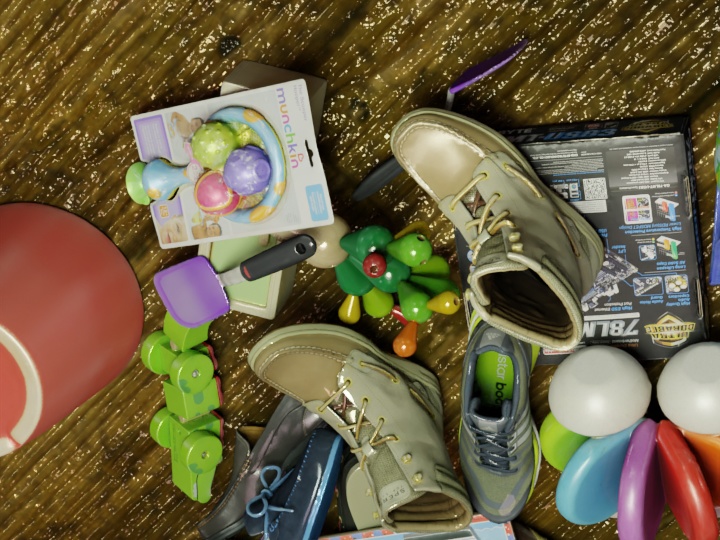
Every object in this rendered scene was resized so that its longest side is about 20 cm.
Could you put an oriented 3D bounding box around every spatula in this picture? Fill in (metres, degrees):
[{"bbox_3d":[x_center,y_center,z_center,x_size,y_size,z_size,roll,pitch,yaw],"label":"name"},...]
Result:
[{"bbox_3d":[0.059,-0.119,1.555,0.021,0.057,0.200,43,119,-2],"label":"spatula"},{"bbox_3d":[-0.100,0.004,1.568,0.200,0.021,0.057,-20,99,49],"label":"spatula"}]

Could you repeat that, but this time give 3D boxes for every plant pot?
[{"bbox_3d":[-0.308,0.060,1.653,0.200,0.177,0.201,5,113,12],"label":"plant pot"}]

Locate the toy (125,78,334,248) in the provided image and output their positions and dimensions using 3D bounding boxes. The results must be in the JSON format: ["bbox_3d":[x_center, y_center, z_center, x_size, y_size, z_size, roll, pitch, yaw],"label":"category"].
[{"bbox_3d":[-0.117,-0.079,1.535,0.200,0.047,0.115,-7,98,44],"label":"toy"}]

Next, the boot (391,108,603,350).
[{"bbox_3d":[0.098,-0.033,1.461,0.200,0.155,0.072,39,116,-6],"label":"boot"}]

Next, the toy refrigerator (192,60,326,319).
[{"bbox_3d":[-0.086,-0.066,1.603,0.076,0.070,0.200,15,115,8],"label":"toy refrigerator"}]

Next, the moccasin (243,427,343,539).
[{"bbox_3d":[-0.072,0.222,1.642,0.068,0.080,0.200,23,107,8],"label":"moccasin"}]

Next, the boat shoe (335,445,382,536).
[{"bbox_3d":[0.021,0.246,1.719,0.074,0.063,0.202,-11,111,-5],"label":"boat shoe"}]

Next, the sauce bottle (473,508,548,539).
[{"bbox_3d":[0.149,0.263,1.690,0.200,0.065,0.065,34,116,-2],"label":"sauce bottle"}]

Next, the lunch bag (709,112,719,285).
[{"bbox_3d":[0.357,-0.065,1.471,0.170,0.128,0.200,4,127,10],"label":"lunch bag"}]

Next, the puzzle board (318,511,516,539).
[{"bbox_3d":[0.051,0.291,1.681,0.200,0.017,0.151,-11,110,17],"label":"puzzle board"}]

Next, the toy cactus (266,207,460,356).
[{"bbox_3d":[0.000,0.000,1.555,0.165,0.200,0.102,27,84,0],"label":"toy cactus"}]

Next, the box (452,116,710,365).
[{"bbox_3d":[0.178,-0.020,1.568,0.200,0.050,0.199,-4,114,17],"label":"box"}]

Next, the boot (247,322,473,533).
[{"bbox_3d":[0.004,0.133,1.577,0.200,0.155,0.072,23,126,-36],"label":"boot"}]

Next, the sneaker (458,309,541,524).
[{"bbox_3d":[0.108,0.123,1.579,0.074,0.081,0.200,3,113,16],"label":"sneaker"}]

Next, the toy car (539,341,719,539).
[{"bbox_3d":[0.242,0.158,1.553,0.200,0.150,0.175,-2,139,15],"label":"toy car"}]

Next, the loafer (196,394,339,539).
[{"bbox_3d":[-0.084,0.166,1.708,0.072,0.073,0.200,45,106,2],"label":"loafer"}]

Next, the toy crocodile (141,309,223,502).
[{"bbox_3d":[-0.149,0.115,1.706,0.067,0.062,0.200,27,128,49],"label":"toy crocodile"}]
